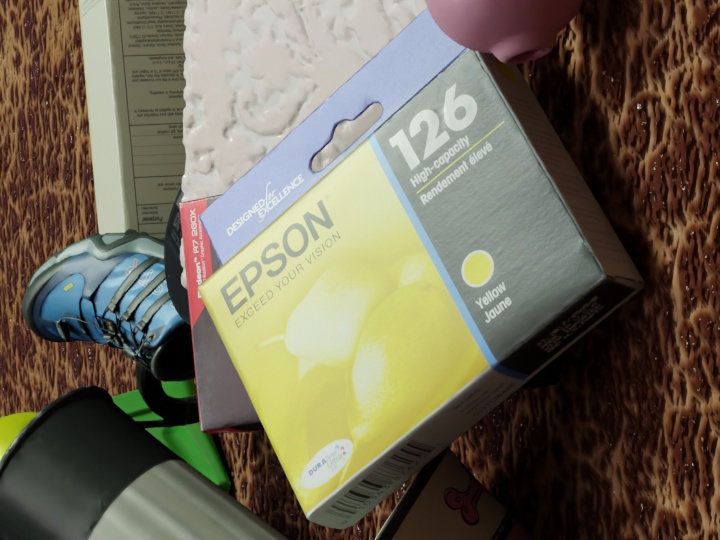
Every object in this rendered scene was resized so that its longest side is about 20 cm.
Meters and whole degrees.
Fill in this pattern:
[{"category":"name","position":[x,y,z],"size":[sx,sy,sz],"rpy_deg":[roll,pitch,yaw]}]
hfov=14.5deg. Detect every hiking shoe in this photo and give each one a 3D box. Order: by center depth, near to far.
[{"category":"hiking shoe","position":[-0.128,0.026,1.730],"size":[0.075,0.199,0.087],"rpy_deg":[61,-145,-37]}]

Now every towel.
[{"category":"towel","position":[-0.010,-0.065,1.496],"size":[0.190,0.032,0.201],"rpy_deg":[13,111,29]}]

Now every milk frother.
[{"category":"milk frother","position":[-0.096,0.136,1.776],"size":[0.188,0.180,0.200],"rpy_deg":[35,101,22]}]

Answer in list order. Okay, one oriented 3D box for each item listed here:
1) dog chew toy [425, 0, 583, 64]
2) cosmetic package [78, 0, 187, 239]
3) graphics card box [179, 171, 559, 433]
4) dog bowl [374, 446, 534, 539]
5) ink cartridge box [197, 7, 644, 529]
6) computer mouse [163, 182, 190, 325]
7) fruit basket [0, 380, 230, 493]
[{"category":"dog chew toy","position":[0.052,-0.195,1.332],"size":[0.125,0.124,0.201],"rpy_deg":[141,115,-65]},{"category":"cosmetic package","position":[-0.120,-0.107,1.822],"size":[0.073,0.103,0.201],"rpy_deg":[160,107,-70]},{"category":"graphics card box","position":[0.001,0.011,1.445],"size":[0.199,0.051,0.126],"rpy_deg":[-9,82,33]},{"category":"dog bowl","position":[0.017,0.189,1.414],"size":[0.200,0.074,0.200],"rpy_deg":[-57,-4,-7]},{"category":"ink cartridge box","position":[0.013,-0.013,1.375],"size":[0.198,0.047,0.200],"rpy_deg":[-41,61,22]},{"category":"computer mouse","position":[-0.056,-0.045,1.626],"size":[0.139,0.053,0.200],"rpy_deg":[61,140,35]},{"category":"fruit basket","position":[-0.198,0.161,1.995],"size":[0.215,0.155,0.216],"rpy_deg":[28,125,50]}]
